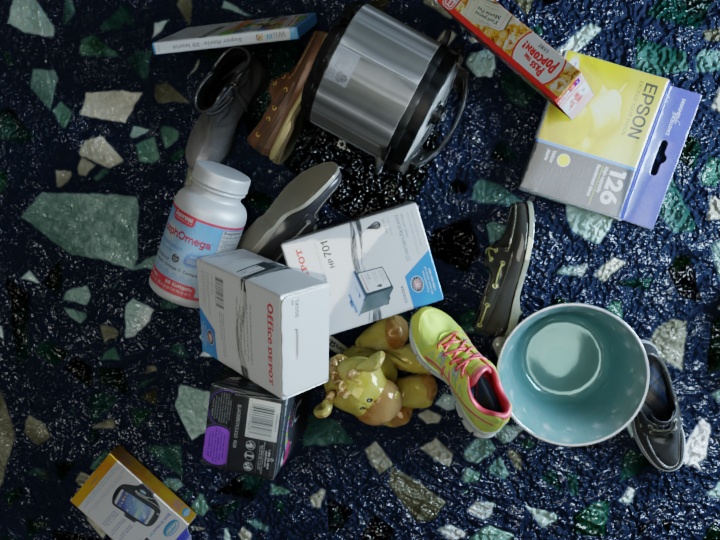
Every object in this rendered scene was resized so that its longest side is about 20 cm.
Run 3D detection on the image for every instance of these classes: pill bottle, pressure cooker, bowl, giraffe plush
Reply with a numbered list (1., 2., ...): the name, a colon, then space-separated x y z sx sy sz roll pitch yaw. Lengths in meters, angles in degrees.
1. pill bottle: -0.233 -0.054 1.031 0.108 0.109 0.201 23 105 5
2. pressure cooker: 0.039 -0.235 0.932 0.199 0.179 0.176 27 143 1
3. bowl: 0.292 0.135 0.988 0.200 0.105 0.202 1 98 9
4. giraffe plush: 0.014 0.156 1.003 0.199 0.162 0.173 17 101 5

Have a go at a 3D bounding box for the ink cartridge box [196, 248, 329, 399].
1. ink cartridge box: -0.135 0.067 0.954 0.200 0.084 0.145 20 117 44

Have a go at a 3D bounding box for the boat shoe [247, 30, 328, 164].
1. boat shoe: -0.103 -0.256 1.008 0.067 0.072 0.201 28 104 2

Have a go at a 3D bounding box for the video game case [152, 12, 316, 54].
1. video game case: -0.170 -0.331 0.973 0.199 0.143 0.018 -3 116 9

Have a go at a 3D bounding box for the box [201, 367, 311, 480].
1. box: -0.140 0.199 1.014 0.106 0.200 0.123 11 100 7

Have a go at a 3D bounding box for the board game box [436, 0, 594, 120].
1. board game box: 0.203 -0.283 0.893 0.200 0.151 0.046 46 109 16

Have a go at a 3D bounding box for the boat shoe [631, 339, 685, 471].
1. boat shoe: 0.425 0.199 0.996 0.070 0.066 0.201 -11 96 10

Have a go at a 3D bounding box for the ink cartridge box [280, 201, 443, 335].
1. ink cartridge box: 0.000 0.000 1.003 0.199 0.086 0.147 -18 96 -5

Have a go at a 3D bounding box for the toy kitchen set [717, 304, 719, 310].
1. toy kitchen set: 0.587 0.067 0.894 0.163 0.180 0.200 34 97 4

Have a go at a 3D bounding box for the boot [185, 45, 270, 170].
1. boot: -0.211 -0.227 0.998 0.070 0.132 0.201 31 102 2

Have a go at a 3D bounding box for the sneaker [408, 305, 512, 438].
1. sneaker: 0.142 0.127 0.942 0.078 0.090 0.200 -32 80 -21

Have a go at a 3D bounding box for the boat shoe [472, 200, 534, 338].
1. boat shoe: 0.204 -0.002 0.998 0.060 0.072 0.202 8 102 3

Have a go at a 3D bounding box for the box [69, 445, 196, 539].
1. box: -0.369 0.402 1.163 0.200 0.041 0.119 42 102 -1

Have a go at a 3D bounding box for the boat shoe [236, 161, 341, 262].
1. boat shoe: -0.097 -0.080 1.050 0.200 0.073 0.063 -43 129 8

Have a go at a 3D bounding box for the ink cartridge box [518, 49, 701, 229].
1. ink cartridge box: 0.344 -0.178 0.966 0.199 0.047 0.199 18 99 8
